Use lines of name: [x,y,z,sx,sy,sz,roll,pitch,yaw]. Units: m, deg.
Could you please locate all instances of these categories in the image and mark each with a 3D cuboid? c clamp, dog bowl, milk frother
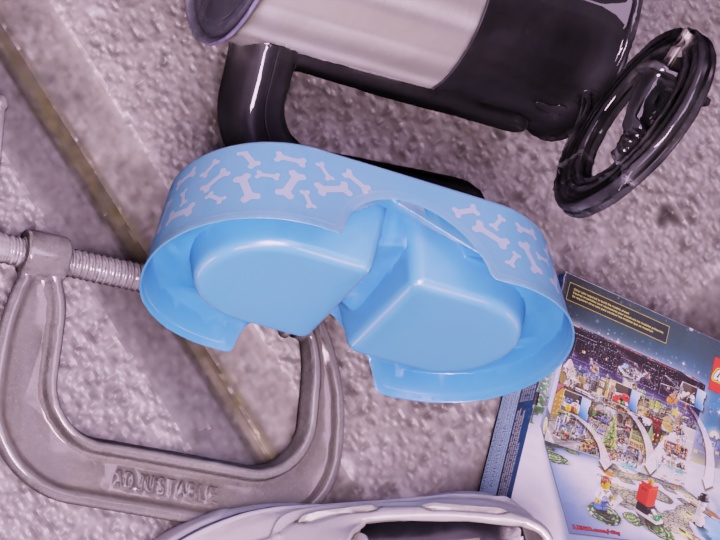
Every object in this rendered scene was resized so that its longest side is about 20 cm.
c clamp: [-0.089,0.028,1.254,0.200,0.027,0.171,19,70,-24]
dog bowl: [0.000,0.000,1.235,0.200,0.111,0.050,16,54,-22]
milk frother: [0.041,-0.116,1.263,0.188,0.200,0.181,13,75,-25]

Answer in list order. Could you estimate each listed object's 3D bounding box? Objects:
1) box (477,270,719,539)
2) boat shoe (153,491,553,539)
box: [0.158,0.102,1.363,0.200,0.038,0.137,24,67,-21]
boat shoe: [-0.010,0.138,1.231,0.200,0.066,0.072,-4,88,-17]
